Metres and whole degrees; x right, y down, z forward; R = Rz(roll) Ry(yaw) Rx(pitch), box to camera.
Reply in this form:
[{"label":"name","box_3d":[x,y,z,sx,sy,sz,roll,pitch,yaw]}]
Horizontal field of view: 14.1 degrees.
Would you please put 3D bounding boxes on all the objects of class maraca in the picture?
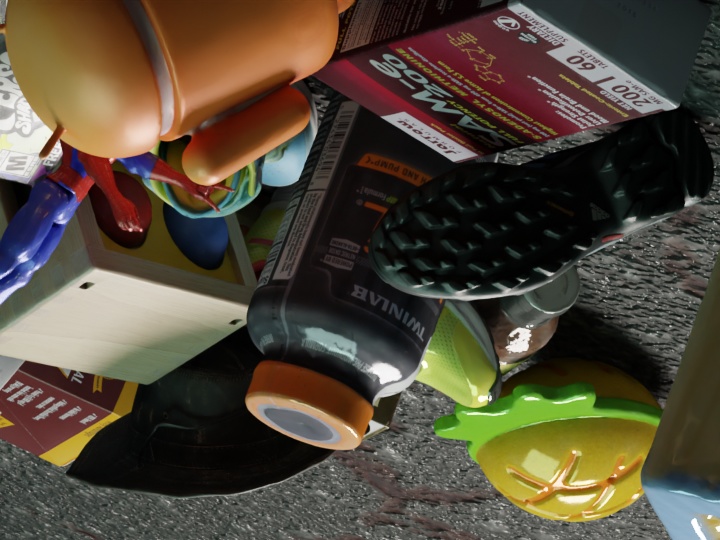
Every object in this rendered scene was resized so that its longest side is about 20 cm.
[{"label":"maraca","box_3d":[0.132,0.108,1.936,0.137,0.107,0.200,-19,156,24]}]

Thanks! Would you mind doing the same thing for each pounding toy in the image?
[{"label":"pounding toy","box_3d":[-0.159,-0.063,1.699,0.142,0.200,0.184,-31,153,28]}]

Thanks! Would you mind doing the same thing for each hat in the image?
[{"label":"hat","box_3d":[-0.097,0.078,1.805,0.200,0.081,0.201,-10,-166,2]}]

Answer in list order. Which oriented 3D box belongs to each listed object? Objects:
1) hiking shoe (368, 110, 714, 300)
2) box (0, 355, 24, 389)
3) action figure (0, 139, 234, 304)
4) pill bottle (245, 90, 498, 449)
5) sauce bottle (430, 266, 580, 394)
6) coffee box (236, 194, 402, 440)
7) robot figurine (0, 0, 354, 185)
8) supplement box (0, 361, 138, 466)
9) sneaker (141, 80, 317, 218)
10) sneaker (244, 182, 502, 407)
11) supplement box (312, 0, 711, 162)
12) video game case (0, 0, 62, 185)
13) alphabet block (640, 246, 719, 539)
[{"label":"hiking shoe","box_3d":[0.093,-0.024,1.565,0.200,0.075,0.087,-16,173,-19]},{"label":"box","box_3d":[-0.269,-0.016,1.844,0.106,0.200,0.152,4,134,40]},{"label":"action figure","box_3d":[-0.145,-0.017,1.538,0.099,0.200,0.065,28,175,11]},{"label":"pill bottle","box_3d":[0.000,0.000,1.666,0.106,0.200,0.106,18,161,7]},{"label":"sauce bottle","box_3d":[0.090,0.032,1.863,0.065,0.065,0.200,25,160,-10]},{"label":"coffee box","box_3d":[-0.063,0.022,1.918,0.200,0.115,0.080,26,160,-13]},{"label":"robot figurine","box_3d":[-0.092,-0.130,1.444,0.117,0.200,0.144,35,146,52]},{"label":"supplement box","box_3d":[-0.252,0.029,2.100,0.200,0.133,0.197,26,159,-15]},{"label":"sneaker","box_3d":[-0.077,-0.068,1.653,0.079,0.131,0.200,-13,150,17]},{"label":"sneaker","box_3d":[0.000,0.033,1.830,0.200,0.090,0.078,35,149,19]},{"label":"supplement box","box_3d":[0.073,-0.117,1.492,0.109,0.061,0.200,30,160,-25]},{"label":"video game case","box_3d":[-0.202,-0.138,1.512,0.181,0.036,0.200,12,128,-35]},{"label":"alphabet block","box_3d":[0.289,0.082,1.591,0.196,0.200,0.195,12,160,24]}]
